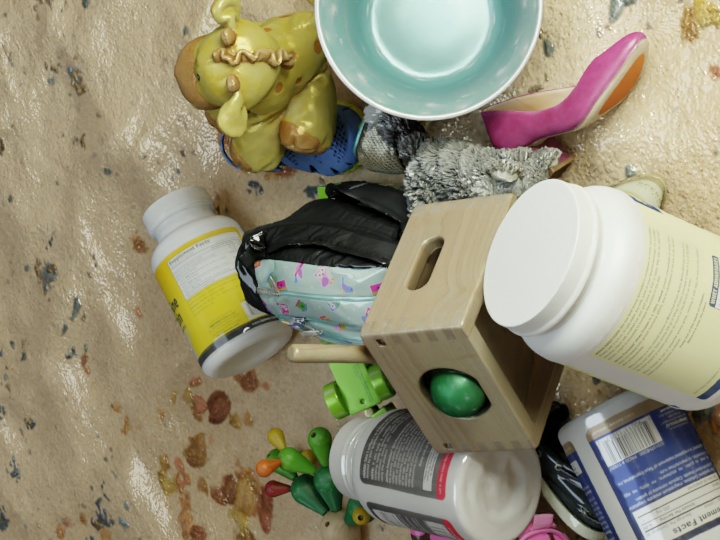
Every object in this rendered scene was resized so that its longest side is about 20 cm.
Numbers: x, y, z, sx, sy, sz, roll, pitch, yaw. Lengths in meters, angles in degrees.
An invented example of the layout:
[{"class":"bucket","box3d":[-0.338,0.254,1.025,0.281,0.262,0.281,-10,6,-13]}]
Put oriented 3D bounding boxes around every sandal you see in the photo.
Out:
[{"class":"sandal","box3d":[-0.073,-0.132,1.671,0.199,0.087,0.080,-3,96,46]}]

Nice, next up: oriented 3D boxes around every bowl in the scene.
[{"class":"bowl","box3d":[0.063,-0.233,1.445,0.200,0.105,0.202,0,93,5]}]

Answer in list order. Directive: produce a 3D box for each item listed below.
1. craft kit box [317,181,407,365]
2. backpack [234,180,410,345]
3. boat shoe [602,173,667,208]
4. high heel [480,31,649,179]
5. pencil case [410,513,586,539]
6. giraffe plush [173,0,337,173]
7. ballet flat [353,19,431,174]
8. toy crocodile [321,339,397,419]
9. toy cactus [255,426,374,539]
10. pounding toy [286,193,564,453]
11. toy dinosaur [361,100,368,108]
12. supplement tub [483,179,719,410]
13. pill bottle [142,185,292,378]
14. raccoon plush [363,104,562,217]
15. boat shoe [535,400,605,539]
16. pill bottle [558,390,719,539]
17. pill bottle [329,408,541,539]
[{"class":"craft kit box","box3d":[0.044,0.013,1.615,0.199,0.048,0.199,5,102,46]},{"class":"backpack","box3d":[0.000,0.000,1.531,0.199,0.167,0.127,11,128,42]},{"class":"boat shoe","box3d":[0.196,-0.029,1.434,0.073,0.063,0.200,52,142,-12]},{"class":"high heel","box3d":[0.176,-0.162,1.407,0.096,0.067,0.200,50,146,13]},{"class":"pencil case","box3d":[0.124,0.255,1.534,0.200,0.090,0.094,14,112,60]},{"class":"giraffe plush","box3d":[-0.105,-0.187,1.538,0.200,0.162,0.173,-35,78,31]},{"class":"ballet flat","box3d":[0.050,-0.188,1.535,0.075,0.068,0.201,18,102,23]},{"class":"toy crocodile","box3d":[0.019,0.151,1.621,0.067,0.062,0.201,-29,90,13]},{"class":"toy cactus","box3d":[-0.032,0.251,1.735,0.199,0.102,0.166,1,112,37]},{"class":"pounding toy","box3d":[0.068,0.054,1.366,0.142,0.200,0.184,-7,132,33]},{"class":"toy dinosaur","box3d":[0.001,-0.237,1.591,0.088,0.047,0.201,25,123,35]},{"class":"supplement tub","box3d":[0.214,0.018,1.287,0.145,0.199,0.146,-43,36,42]},{"class":"pill bottle","box3d":[-0.165,0.011,1.787,0.112,0.112,0.201,-45,67,44]},{"class":"raccoon plush","box3d":[0.084,-0.105,1.430,0.200,0.097,0.134,43,142,7]},{"class":"boat shoe","box3d":[0.175,0.155,1.488,0.200,0.074,0.066,53,124,30]},{"class":"pill bottle","box3d":[0.261,0.204,1.378,0.111,0.111,0.201,-39,72,45]},{"class":"pill bottle","box3d":[0.062,0.187,1.487,0.200,0.110,0.111,3,103,50]}]
